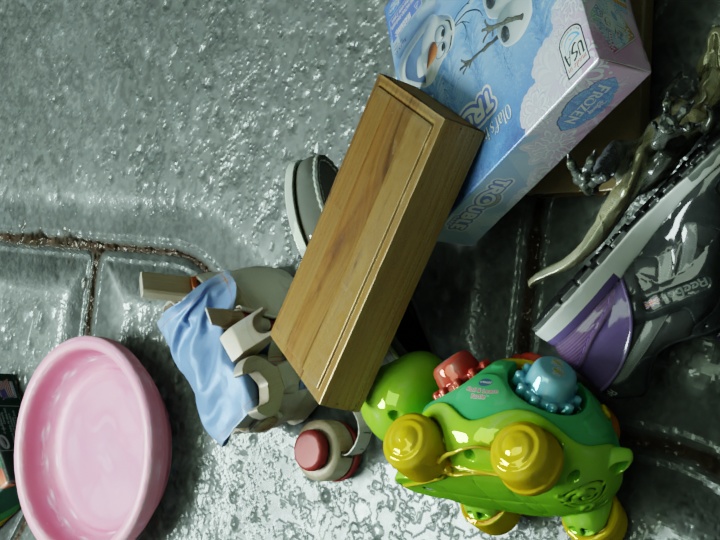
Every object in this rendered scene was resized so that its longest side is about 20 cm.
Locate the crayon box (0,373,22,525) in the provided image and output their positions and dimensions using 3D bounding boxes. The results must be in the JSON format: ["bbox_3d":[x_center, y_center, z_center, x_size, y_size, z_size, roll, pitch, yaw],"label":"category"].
[{"bbox_3d":[-0.406,0.212,1.199,0.200,0.051,0.128,-43,60,28],"label":"crayon box"}]

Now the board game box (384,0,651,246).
[{"bbox_3d":[0.089,-0.152,0.762,0.200,0.043,0.201,-47,44,50],"label":"board game box"}]

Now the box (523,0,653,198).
[{"bbox_3d":[0.126,-0.150,0.818,0.162,0.021,0.202,0,85,41],"label":"box"}]

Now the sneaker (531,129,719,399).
[{"bbox_3d":[0.203,-0.008,0.719,0.088,0.076,0.200,43,107,4],"label":"sneaker"}]

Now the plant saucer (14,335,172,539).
[{"bbox_3d":[-0.236,0.161,1.064,0.199,0.051,0.203,-6,80,40],"label":"plant saucer"}]

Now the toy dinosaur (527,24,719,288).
[{"bbox_3d":[0.166,-0.066,0.709,0.047,0.088,0.200,43,96,19],"label":"toy dinosaur"}]

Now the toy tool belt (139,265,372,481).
[{"bbox_3d":[-0.091,0.080,0.905,0.125,0.122,0.201,-49,57,24],"label":"toy tool belt"}]

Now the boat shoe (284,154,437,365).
[{"bbox_3d":[0.002,0.000,0.873,0.060,0.072,0.204,-30,72,31],"label":"boat shoe"}]

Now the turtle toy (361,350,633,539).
[{"bbox_3d":[0.082,0.103,0.755,0.198,0.146,0.102,1,63,35],"label":"turtle toy"}]

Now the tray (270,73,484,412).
[{"bbox_3d":[0.005,-0.019,0.782,0.099,0.037,0.202,46,116,55],"label":"tray"}]
